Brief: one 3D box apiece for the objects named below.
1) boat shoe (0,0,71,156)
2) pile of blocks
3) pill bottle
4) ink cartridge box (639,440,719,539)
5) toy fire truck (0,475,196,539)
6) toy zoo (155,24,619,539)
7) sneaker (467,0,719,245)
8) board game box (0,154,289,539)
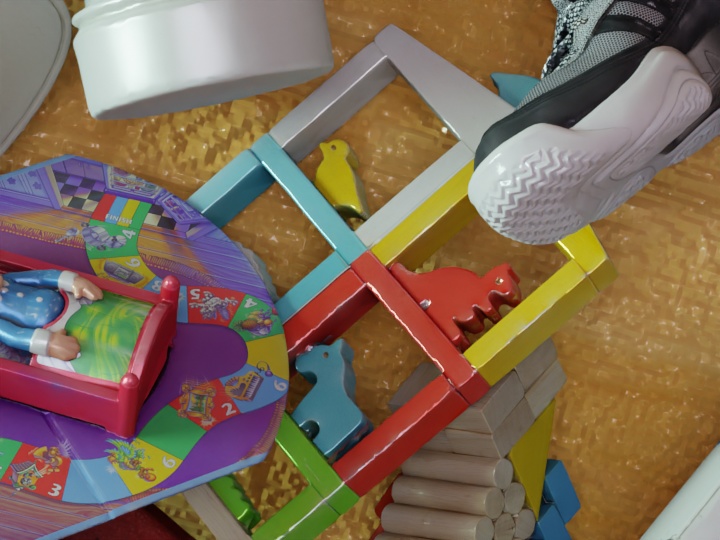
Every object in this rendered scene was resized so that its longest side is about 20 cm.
[{"bbox_3d":[-0.190,-0.036,1.015,0.200,0.057,0.067,-49,129,-4],"label":"boat shoe"},{"bbox_3d":[0.032,0.120,1.018,0.062,0.082,0.200,4,77,43],"label":"pile of blocks"},{"bbox_3d":[-0.072,-0.160,0.987,0.114,0.114,0.200,-12,89,0],"label":"pill bottle"},{"bbox_3d":[0.154,0.143,0.970,0.145,0.084,0.200,42,72,0],"label":"ink cartridge box"},{"bbox_3d":[-0.134,0.155,0.995,0.168,0.112,0.200,41,91,-18],"label":"toy fire truck"},{"bbox_3d":[0.000,0.000,1.004,0.200,0.020,0.131,-40,63,0],"label":"toy zoo"},{"bbox_3d":[0.079,-0.088,0.972,0.114,0.075,0.200,48,46,10],"label":"sneaker"},{"bbox_3d":[-0.120,0.017,0.945,0.200,0.039,0.158,-19,53,-26],"label":"board game box"}]
